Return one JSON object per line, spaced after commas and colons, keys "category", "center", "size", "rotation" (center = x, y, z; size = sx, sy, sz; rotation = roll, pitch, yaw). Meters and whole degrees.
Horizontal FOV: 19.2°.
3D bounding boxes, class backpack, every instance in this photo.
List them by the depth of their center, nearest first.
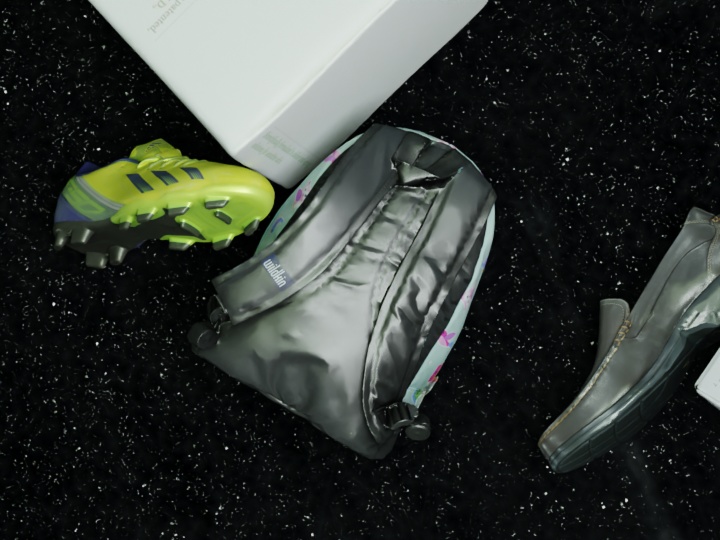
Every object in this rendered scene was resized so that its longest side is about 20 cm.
{"category": "backpack", "center": [0.000, 0.000, 1.375], "size": [0.167, 0.127, 0.200], "rotation": [31, 89, -8]}

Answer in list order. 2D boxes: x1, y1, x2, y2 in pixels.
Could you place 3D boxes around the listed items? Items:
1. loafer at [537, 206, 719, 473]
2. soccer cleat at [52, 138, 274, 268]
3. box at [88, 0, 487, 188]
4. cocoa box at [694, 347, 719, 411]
{"category": "loafer", "center": [0.181, 0.046, 1.381], "size": [0.200, 0.073, 0.072], "rotation": [-44, 72, -8]}
{"category": "soccer cleat", "center": [-0.130, -0.054, 1.385], "size": [0.200, 0.065, 0.084], "rotation": [-9, 60, 46]}
{"category": "box", "center": [-0.047, -0.186, 1.363], "size": [0.200, 0.199, 0.171], "rotation": [-44, 81, 3]}
{"category": "cocoa box", "center": [0.331, 0.042, 1.306], "size": [0.133, 0.131, 0.200], "rotation": [33, 89, 40]}
